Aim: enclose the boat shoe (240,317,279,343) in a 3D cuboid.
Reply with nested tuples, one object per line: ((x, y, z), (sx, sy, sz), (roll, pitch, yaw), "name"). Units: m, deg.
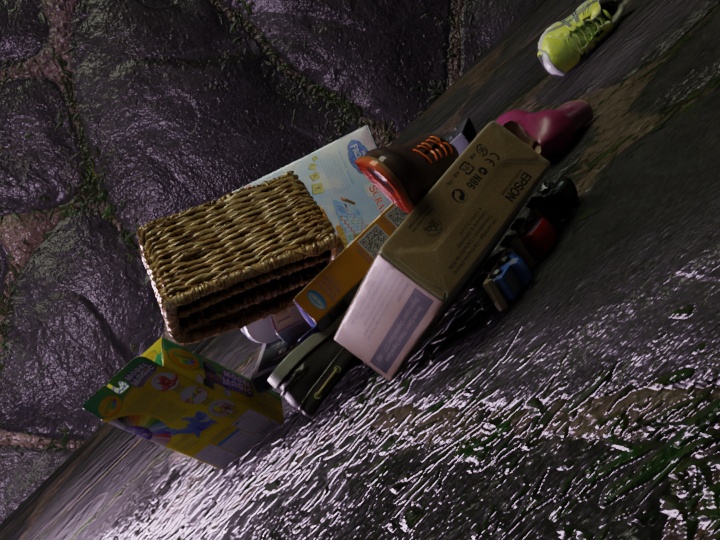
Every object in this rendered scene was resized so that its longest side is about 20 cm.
((-0.066, 0.022, 1.326), (0.199, 0.074, 0.065), (-26, 11, -16), "boat shoe")

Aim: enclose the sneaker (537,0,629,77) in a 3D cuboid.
((0.348, -0.380, 1.661), (0.200, 0.075, 0.076), (-49, 10, -28), "sneaker")

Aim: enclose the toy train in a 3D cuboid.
((0.153, -0.027, 0.947), (0.046, 0.034, 0.200), (-19, 22, 41), "toy train")

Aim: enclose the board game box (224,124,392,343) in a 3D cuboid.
((-0.039, -0.045, 1.265), (0.198, 0.201, 0.041), (-25, -24, 5), "board game box")

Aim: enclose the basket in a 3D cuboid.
((-0.121, 0.011, 1.138), (0.199, 0.143, 0.149), (-21, 41, -12), "basket")

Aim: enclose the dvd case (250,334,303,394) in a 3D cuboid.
((-0.051, 0.082, 1.256), (0.149, 0.025, 0.200), (-25, 8, 3), "dvd case")

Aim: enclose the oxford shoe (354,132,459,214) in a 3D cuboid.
((0.048, -0.099, 0.970), (0.073, 0.071, 0.200), (-47, -5, 10), "oxford shoe")

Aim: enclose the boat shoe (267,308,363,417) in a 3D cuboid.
((-0.008, 0.076, 1.100), (0.201, 0.061, 0.072), (-38, -11, -34), "boat shoe")

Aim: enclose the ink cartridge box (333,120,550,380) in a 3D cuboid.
((0.074, -0.017, 0.977), (0.200, 0.075, 0.165), (-50, -8, -32), "ink cartridge box")

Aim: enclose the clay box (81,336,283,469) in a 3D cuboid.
((-0.197, 0.147, 1.181), (0.115, 0.199, 0.048), (-39, 38, 26), "clay box")

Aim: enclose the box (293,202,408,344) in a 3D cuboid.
((0.000, 0.000, 1.120), (0.200, 0.042, 0.119), (-42, -10, -6), "box")

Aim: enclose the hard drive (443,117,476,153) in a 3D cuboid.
((0.120, -0.179, 1.847), (0.200, 0.042, 0.135), (-40, 8, 22), "hard drive")

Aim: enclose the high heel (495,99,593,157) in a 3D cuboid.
((0.187, -0.156, 1.290), (0.096, 0.068, 0.200), (-36, 6, -31), "high heel")
